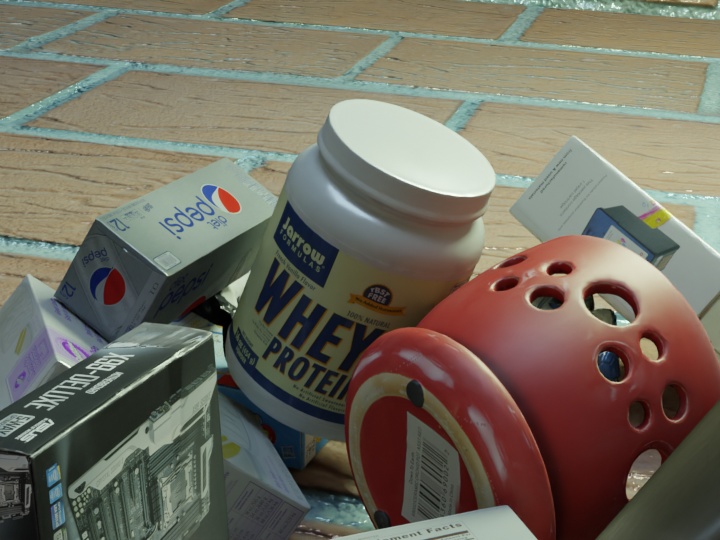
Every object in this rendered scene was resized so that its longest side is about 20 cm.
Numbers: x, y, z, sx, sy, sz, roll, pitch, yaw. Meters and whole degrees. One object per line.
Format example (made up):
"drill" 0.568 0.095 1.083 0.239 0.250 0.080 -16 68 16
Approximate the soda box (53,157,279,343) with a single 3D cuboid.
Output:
"soda box" -0.126 -0.015 0.969 0.063 0.069 0.200 37 24 7

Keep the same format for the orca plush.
"orca plush" -0.127 0.022 1.120 0.071 0.105 0.201 -42 34 9

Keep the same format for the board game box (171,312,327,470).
"board game box" -0.095 0.072 1.119 0.193 0.057 0.200 10 23 20

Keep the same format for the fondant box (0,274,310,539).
"fondant box" -0.139 0.098 0.898 0.199 0.059 0.144 34 6 -28

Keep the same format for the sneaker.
"sneaker" 0.162 0.064 1.158 0.084 0.078 0.200 -7 12 -3

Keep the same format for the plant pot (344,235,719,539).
"plant pot" 0.098 0.097 0.876 0.181 0.203 0.199 -20 29 -33

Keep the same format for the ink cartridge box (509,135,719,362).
"ink cartridge box" 0.236 0.000 1.140 0.145 0.088 0.200 32 13 -50

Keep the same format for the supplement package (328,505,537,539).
"supplement package" 0.063 0.217 0.673 0.108 0.116 0.200 -7 23 -18

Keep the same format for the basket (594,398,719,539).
"basket" 0.229 0.131 0.767 0.199 0.137 0.180 -39 4 -15

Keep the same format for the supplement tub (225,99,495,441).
"supplement tub" 0.000 0.000 0.969 0.143 0.202 0.146 18 27 -10

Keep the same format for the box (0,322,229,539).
"box" -0.127 0.149 0.716 0.049 0.203 0.157 7 20 25
